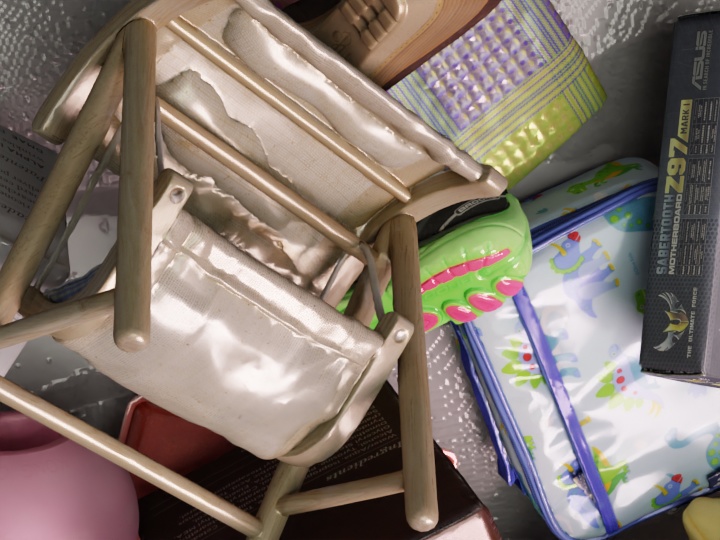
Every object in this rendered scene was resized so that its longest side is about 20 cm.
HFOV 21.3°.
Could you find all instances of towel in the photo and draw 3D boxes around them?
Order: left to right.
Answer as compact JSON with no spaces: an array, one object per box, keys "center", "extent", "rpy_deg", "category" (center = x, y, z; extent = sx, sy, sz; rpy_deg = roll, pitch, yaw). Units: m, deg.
[{"center":[0.035,-0.128,1.057],"extent":[0.144,0.023,0.200],"rpy_deg":[-40,112,-1],"category":"towel"}]

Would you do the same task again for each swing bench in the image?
[{"center":[-0.053,-0.001,0.884],"extent":[0.199,0.130,0.200],"rpy_deg":[35,54,-35],"category":"swing bench"}]

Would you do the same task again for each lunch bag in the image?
[{"center":[0.141,0.050,1.109],"extent":[0.161,0.082,0.200],"rpy_deg":[-23,110,-4],"category":"lunch bag"}]

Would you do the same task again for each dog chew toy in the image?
[{"center":[-0.178,0.179,1.023],"extent":[0.124,0.125,0.200],"rpy_deg":[-5,108,-13],"category":"dog chew toy"}]

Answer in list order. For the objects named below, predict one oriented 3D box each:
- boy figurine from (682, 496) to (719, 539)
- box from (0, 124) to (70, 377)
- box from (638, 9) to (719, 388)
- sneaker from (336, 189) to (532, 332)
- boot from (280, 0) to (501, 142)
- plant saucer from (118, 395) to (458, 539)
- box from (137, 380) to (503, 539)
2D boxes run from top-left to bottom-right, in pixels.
[{"center":[0.266,0.166,1.144],"extent":[0.200,0.064,0.124],"rpy_deg":[23,113,-46],"category":"boy figurine"},{"center":[-0.276,0.003,0.933],"extent":[0.200,0.131,0.199],"rpy_deg":[28,111,-24],"category":"box"},{"center":[0.232,-0.031,1.064],"extent":[0.158,0.051,0.200],"rpy_deg":[10,83,-40],"category":"box"},{"center":[0.000,0.000,1.052],"extent":[0.200,0.084,0.077],"rpy_deg":[-16,136,16],"category":"sneaker"},{"center":[0.023,-0.132,0.989],"extent":[0.166,0.200,0.072],"rpy_deg":[-34,93,-39],"category":"boot"},{"center":[-0.064,0.175,1.116],"extent":[0.199,0.037,0.200],"rpy_deg":[12,102,-17],"category":"plant saucer"},{"center":[-0.005,0.187,1.009],"extent":[0.164,0.200,0.166],"rpy_deg":[-26,110,-6],"category":"box"}]
